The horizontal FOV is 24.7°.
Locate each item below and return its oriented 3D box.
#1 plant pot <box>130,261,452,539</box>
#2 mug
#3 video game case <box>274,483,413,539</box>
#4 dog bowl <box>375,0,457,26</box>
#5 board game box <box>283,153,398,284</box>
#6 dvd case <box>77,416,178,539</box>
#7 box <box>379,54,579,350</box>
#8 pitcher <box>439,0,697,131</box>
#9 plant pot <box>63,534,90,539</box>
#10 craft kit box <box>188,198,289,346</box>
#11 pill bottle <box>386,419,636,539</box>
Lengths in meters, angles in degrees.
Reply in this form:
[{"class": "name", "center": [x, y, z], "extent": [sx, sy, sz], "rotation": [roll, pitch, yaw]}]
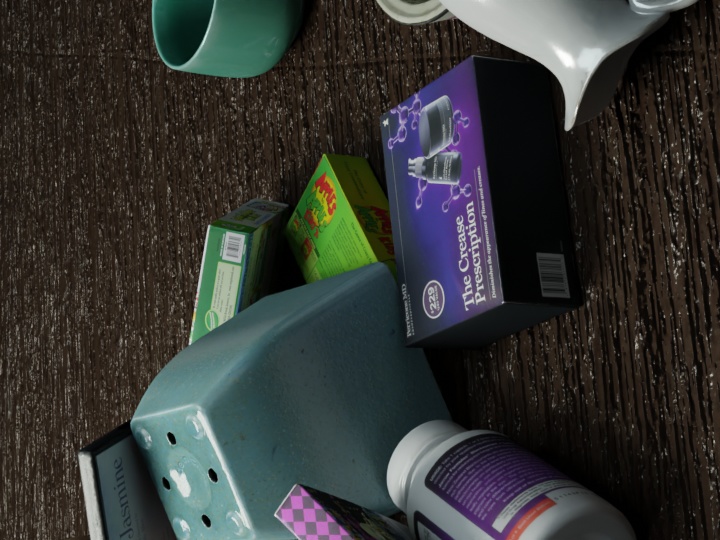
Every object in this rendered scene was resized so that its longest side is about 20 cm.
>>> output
[{"class": "plant pot", "center": [-0.069, 0.131, 1.355], "extent": [0.196, 0.200, 0.197], "rotation": [-17, 97, 52]}, {"class": "mug", "center": [-0.121, -0.283, 1.635], "extent": [0.152, 0.114, 0.185], "rotation": [49, 126, 49]}, {"class": "video game case", "center": [0.052, 0.245, 1.209], "extent": [0.200, 0.181, 0.036], "rotation": [39, 94, 38]}, {"class": "dog bowl", "center": [0.082, -0.297, 1.348], "extent": [0.200, 0.074, 0.201], "rotation": [-7, 81, 58]}, {"class": "board game box", "center": [0.000, 0.000, 1.472], "extent": [0.102, 0.048, 0.200], "rotation": [-60, 41, 35]}, {"class": "dvd case", "center": [-0.169, 0.187, 1.396], "extent": [0.018, 0.200, 0.143], "rotation": [0, 104, 26]}, {"class": "box", "center": [0.091, -0.050, 1.306], "extent": [0.141, 0.079, 0.200], "rotation": [-31, 61, 56]}, {"class": "pitcher", "center": [0.141, -0.228, 1.176], "extent": [0.200, 0.121, 0.172], "rotation": [48, 115, 8]}, {"class": "plant pot", "center": [-0.227, 0.333, 1.387], "extent": [0.187, 0.187, 0.200], "rotation": [-55, 28, 40]}, {"class": "craft kit box", "center": [-0.119, 0.042, 1.563], "extent": [0.198, 0.048, 0.200], "rotation": [-38, -40, -77]}, {"class": "pill bottle", "center": [0.104, 0.185, 1.224], "extent": [0.200, 0.111, 0.112], "rotation": [31, 113, 55]}]
